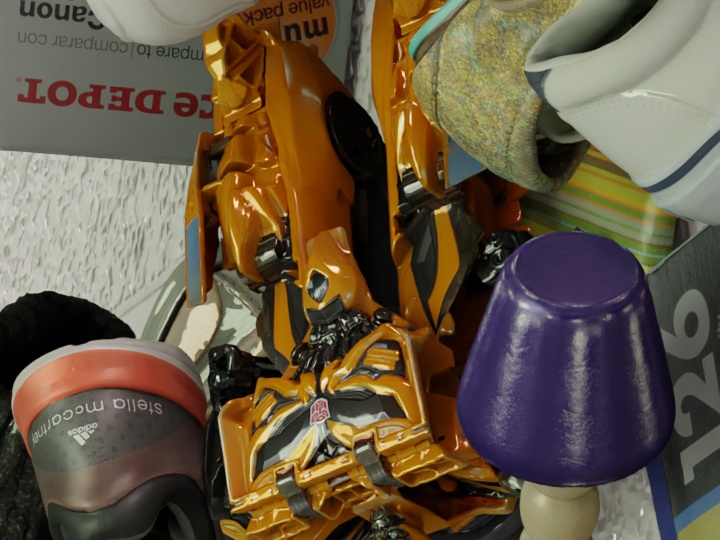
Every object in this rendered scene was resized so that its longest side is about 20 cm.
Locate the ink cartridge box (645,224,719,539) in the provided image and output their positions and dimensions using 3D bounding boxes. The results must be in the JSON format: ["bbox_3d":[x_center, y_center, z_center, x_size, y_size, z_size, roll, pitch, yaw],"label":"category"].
[{"bbox_3d":[0.119,0.074,0.660,0.200,0.047,0.198,-43,49,51],"label":"ink cartridge box"}]

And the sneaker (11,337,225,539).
[{"bbox_3d":[-0.062,0.099,0.882,0.200,0.077,0.082,56,-159,-57],"label":"sneaker"}]

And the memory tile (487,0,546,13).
[{"bbox_3d":[0.094,-0.156,0.646,0.200,0.017,0.153,-43,26,20],"label":"memory tile"}]

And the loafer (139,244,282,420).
[{"bbox_3d":[-0.065,0.090,0.997,0.063,0.072,0.201,42,120,49],"label":"loafer"}]

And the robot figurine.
[{"bbox_3d":[0.000,0.000,0.802,0.145,0.058,0.201,-25,52,30],"label":"robot figurine"}]

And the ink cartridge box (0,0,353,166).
[{"bbox_3d":[-0.089,-0.140,0.989,0.145,0.145,0.201,16,102,63],"label":"ink cartridge box"}]

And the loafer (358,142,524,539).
[{"bbox_3d":[0.022,0.018,0.861,0.072,0.063,0.200,-42,47,13],"label":"loafer"}]

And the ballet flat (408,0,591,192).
[{"bbox_3d":[0.091,-0.096,0.710,0.200,0.071,0.071,-48,44,30],"label":"ballet flat"}]

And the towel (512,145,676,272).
[{"bbox_3d":[0.083,-0.098,0.787,0.086,0.018,0.201,26,110,58],"label":"towel"}]

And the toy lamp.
[{"bbox_3d":[0.051,0.079,0.715,0.058,0.058,0.201,-120,25,-48],"label":"toy lamp"}]

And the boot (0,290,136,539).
[{"bbox_3d":[-0.141,0.073,1.101,0.211,0.079,0.158,-112,32,-64],"label":"boot"}]

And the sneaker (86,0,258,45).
[{"bbox_3d":[-0.005,-0.145,0.813,0.200,0.078,0.099,-49,31,-19],"label":"sneaker"}]

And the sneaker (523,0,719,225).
[{"bbox_3d":[0.110,-0.095,0.633,0.200,0.071,0.073,-54,15,29],"label":"sneaker"}]
